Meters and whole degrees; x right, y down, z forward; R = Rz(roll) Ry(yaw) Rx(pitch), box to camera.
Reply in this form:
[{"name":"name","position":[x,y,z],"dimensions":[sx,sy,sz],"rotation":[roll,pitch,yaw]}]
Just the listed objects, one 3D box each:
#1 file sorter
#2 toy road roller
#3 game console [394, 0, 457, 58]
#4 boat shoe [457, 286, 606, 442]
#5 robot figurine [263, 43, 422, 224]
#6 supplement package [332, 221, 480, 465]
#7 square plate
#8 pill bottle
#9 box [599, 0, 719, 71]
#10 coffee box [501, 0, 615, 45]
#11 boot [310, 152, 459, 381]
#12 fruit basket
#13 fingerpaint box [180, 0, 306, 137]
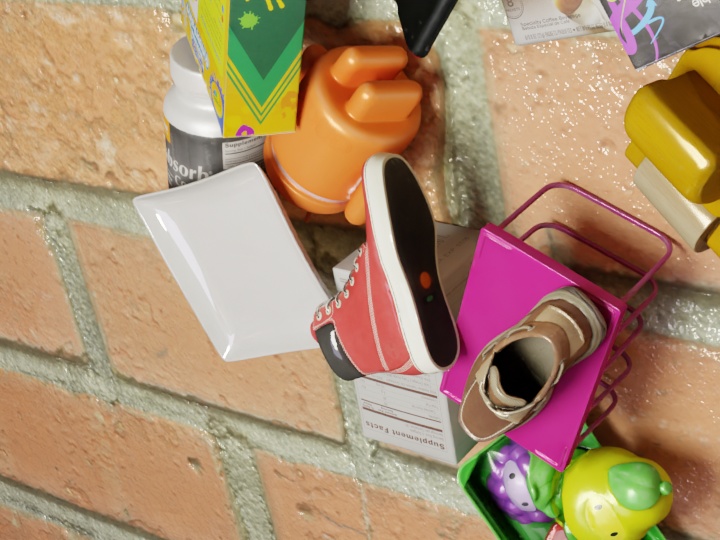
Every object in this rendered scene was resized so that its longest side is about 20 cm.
[{"name":"file sorter","position":[0.177,0.044,1.321],"dimensions":[0.139,0.125,0.200],"rotation":[32,135,23]},{"name":"toy road roller","position":[0.257,-0.092,1.117],"dimensions":[0.123,0.146,0.200],"rotation":[52,144,22]},{"name":"game console","position":[0.068,-0.294,1.170],"dimensions":[0.200,0.031,0.177],"rotation":[121,143,-48]},{"name":"boat shoe","position":[0.128,0.088,1.246],"dimensions":[0.076,0.072,0.200],"rotation":[43,139,12]},{"name":"robot figurine","position":[-0.019,-0.131,1.384],"dimensions":[0.144,0.117,0.200],"rotation":[38,138,-3]},{"name":"supplement package","position":[0.065,0.066,1.447],"dimensions":[0.117,0.117,0.200],"rotation":[13,127,35]},{"name":"square plate","position":[-0.113,-0.007,1.452],"dimensions":[0.200,0.028,0.198],"rotation":[-12,112,46]},{"name":"pill bottle","position":[-0.139,-0.132,1.490],"dimensions":[0.116,0.116,0.200],"rotation":[24,133,28]},{"name":"box","position":[0.206,-0.252,1.025],"dimensions":[0.143,0.036,0.200],"rotation":[-20,101,47]},{"name":"coffee box","position":[0.200,-0.246,1.120],"dimensions":[0.200,0.080,0.114],"rotation":[-1,116,42]},{"name":"boot","position":[0.000,0.000,1.333],"dimensions":[0.144,0.072,0.200],"rotation":[-8,96,39]},{"name":"fruit basket","position":[0.205,0.227,1.399],"dimensions":[0.216,0.155,0.216],"rotation":[53,174,9]},{"name":"fingerpaint box","position":[-0.107,-0.245,1.336],"dimensions":[0.200,0.073,0.167],"rotation":[-113,23,-46]}]
